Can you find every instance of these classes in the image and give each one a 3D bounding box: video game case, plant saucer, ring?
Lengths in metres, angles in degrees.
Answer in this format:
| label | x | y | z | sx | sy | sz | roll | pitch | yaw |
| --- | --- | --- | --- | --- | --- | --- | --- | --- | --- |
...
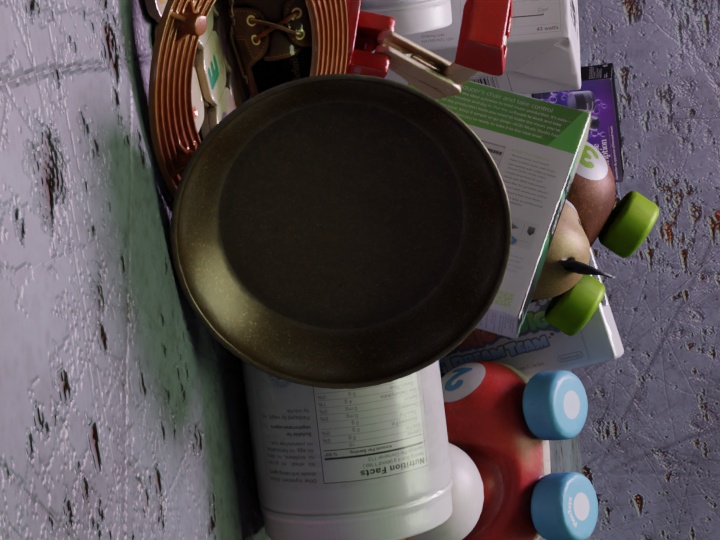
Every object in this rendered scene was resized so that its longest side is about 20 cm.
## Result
| label | x | y | z | sx | sy | sz | roll | pitch | yaw |
| --- | --- | --- | --- | --- | --- | --- | --- | --- | --- |
| video game case | 0.124 | 0.011 | 1.694 | 0.024 | 0.200 | 0.182 | -24 | 96 | -52 |
| plant saucer | -0.012 | -0.026 | 1.111 | 0.037 | 0.200 | 0.201 | -95 | 175 | -65 |
| ring | -0.060 | -0.122 | 1.142 | 0.200 | 0.019 | 0.201 | -29 | 126 | -51 |

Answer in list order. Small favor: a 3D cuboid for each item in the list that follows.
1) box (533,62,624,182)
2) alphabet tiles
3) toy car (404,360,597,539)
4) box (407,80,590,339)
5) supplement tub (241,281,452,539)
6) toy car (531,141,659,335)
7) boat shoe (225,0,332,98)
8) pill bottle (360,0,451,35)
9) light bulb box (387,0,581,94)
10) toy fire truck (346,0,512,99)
| label | x | y | z | sx | sy | sz | roll | pitch | yaw |
| --- | --- | --- | --- | --- | --- | --- | --- | --- | --- |
| box | 0.384 | -0.253 | 3.290 | 0.079 | 0.141 | 0.200 | -70 | 152 | -60 |
| alphabet tiles | -0.101 | -0.175 | 1.188 | 0.196 | 0.015 | 0.200 | -76 | 158 | -58 |
| toy car | 0.073 | 0.171 | 1.622 | 0.200 | 0.184 | 0.177 | -3 | 88 | -50 |
| box | 0.078 | -0.055 | 1.405 | 0.036 | 0.144 | 0.200 | 89 | 20 | -58 |
| supplement tub | -0.012 | 0.069 | 1.225 | 0.132 | 0.132 | 0.200 | -40 | 124 | -76 |
| toy car | 0.151 | -0.037 | 1.524 | 0.158 | 0.164 | 0.200 | -56 | -178 | 3 |
| boat shoe | -0.049 | -0.159 | 1.221 | 0.070 | 0.070 | 0.200 | -92 | 171 | -46 |
| pill bottle | 0.026 | -0.308 | 1.624 | 0.112 | 0.112 | 0.200 | -57 | 140 | -72 |
| light bulb box | 0.106 | -0.279 | 1.789 | 0.125 | 0.198 | 0.200 | 59 | 29 | -69 |
| toy fire truck | 0.028 | -0.154 | 1.370 | 0.200 | 0.141 | 0.049 | 112 | -12 | -71 |
